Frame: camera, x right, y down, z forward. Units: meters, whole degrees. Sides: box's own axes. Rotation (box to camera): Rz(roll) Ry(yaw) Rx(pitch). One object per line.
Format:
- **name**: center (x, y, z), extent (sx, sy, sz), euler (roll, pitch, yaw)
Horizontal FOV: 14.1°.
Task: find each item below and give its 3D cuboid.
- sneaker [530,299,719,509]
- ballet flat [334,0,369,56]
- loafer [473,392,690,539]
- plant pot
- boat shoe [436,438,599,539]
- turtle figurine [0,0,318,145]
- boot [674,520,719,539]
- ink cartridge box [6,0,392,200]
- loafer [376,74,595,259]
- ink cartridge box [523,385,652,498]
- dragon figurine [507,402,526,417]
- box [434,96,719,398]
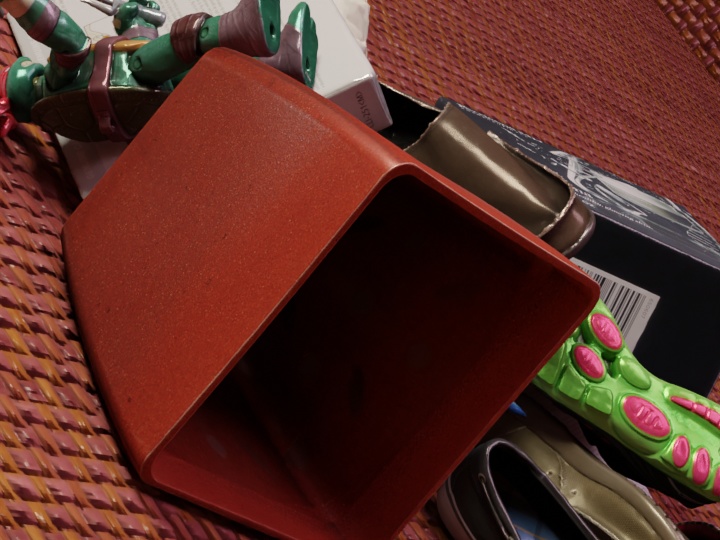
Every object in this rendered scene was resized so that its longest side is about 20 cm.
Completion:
- **sneaker**: center (0.148, 0.080, 1.773), extent (0.200, 0.077, 0.084), euler (42, -29, 4)
- **ballet flat**: center (-0.032, -0.185, 1.896), extent (0.069, 0.069, 0.201), euler (27, 33, -54)
- **loafer**: center (0.137, 0.151, 1.748), extent (0.200, 0.067, 0.076), euler (41, -3, 43)
- **plant pot**: center (-0.036, 0.004, 1.487), extent (0.200, 0.200, 0.176), euler (30, 14, -51)
- **boat shoe**: center (0.126, 0.178, 1.671), extent (0.070, 0.066, 0.200), euler (-28, 74, -37)
- **turtle figurine**: center (-0.131, -0.118, 1.564), extent (0.150, 0.199, 0.101), euler (-16, 101, -74)
- **boot**: center (0.232, 0.249, 1.758), extent (0.200, 0.073, 0.151), euler (-97, 162, -70)
- **ink cartridge box**: center (-0.094, -0.115, 1.647), extent (0.200, 0.173, 0.044), euler (-118, -176, -49)
- **loafer**: center (0.053, -0.057, 1.731), extent (0.200, 0.073, 0.071), euler (26, -24, 38)
- **ink cartridge box**: center (0.137, 0.140, 1.897), extent (0.200, 0.047, 0.160), euler (56, 16, 7)
- **dragon figurine**: center (0.058, 0.075, 1.714), extent (0.059, 0.099, 0.200), euler (55, 17, 21)
- **box**: center (0.128, -0.002, 1.897), extent (0.199, 0.124, 0.197), euler (24, 10, -15)
